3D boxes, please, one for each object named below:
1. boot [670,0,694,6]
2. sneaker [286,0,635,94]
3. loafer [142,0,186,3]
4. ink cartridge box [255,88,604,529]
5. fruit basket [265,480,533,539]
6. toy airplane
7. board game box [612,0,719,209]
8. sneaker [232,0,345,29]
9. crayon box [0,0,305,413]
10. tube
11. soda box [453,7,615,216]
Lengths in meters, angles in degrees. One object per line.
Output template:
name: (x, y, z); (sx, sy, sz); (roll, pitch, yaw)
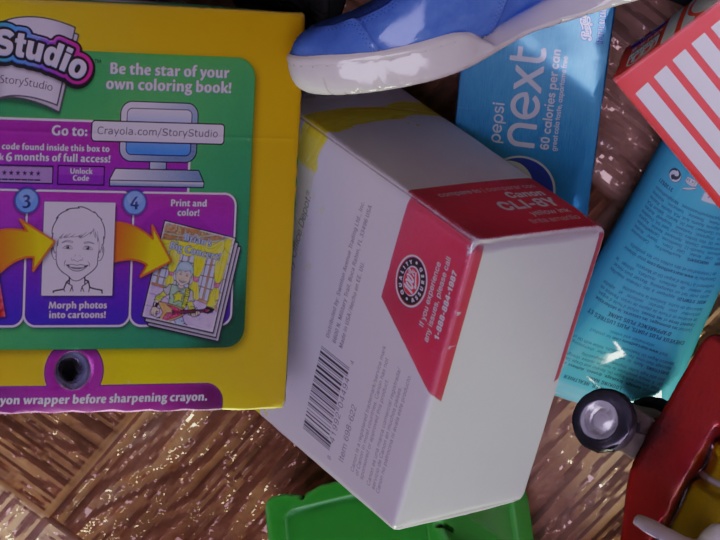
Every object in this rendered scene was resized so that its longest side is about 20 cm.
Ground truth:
boot: (0.236, -0.160, 1.137); (0.199, 0.066, 0.165); (22, 123, 0)
sneaker: (0.052, -0.151, 1.082); (0.199, 0.077, 0.112); (-19, 105, -1)
loafer: (-0.145, -0.102, 1.154); (0.072, 0.200, 0.063); (39, 129, 34)
ink cartridge box: (0.000, 0.000, 1.174); (0.200, 0.083, 0.146); (38, 124, 39)
fruit basket: (0.044, 0.207, 1.291); (0.155, 0.216, 0.216); (-14, 112, 14)
toy airplane: (0.166, 0.157, 1.209); (0.141, 0.200, 0.200); (6, 131, 28)
board game box: (0.231, -0.058, 1.122); (0.151, 0.046, 0.200); (-38, 99, 24)
sneaker: (-0.001, -0.179, 1.105); (0.060, 0.104, 0.200); (38, 156, 12)
crayon box: (-0.128, -0.029, 1.093); (0.199, 0.058, 0.173); (1, 95, -25)
tube: (0.147, -0.007, 1.235); (0.077, 0.050, 0.200); (22, 122, -2)
soda box: (0.079, -0.083, 1.195); (0.068, 0.064, 0.201); (7, 115, 4)
